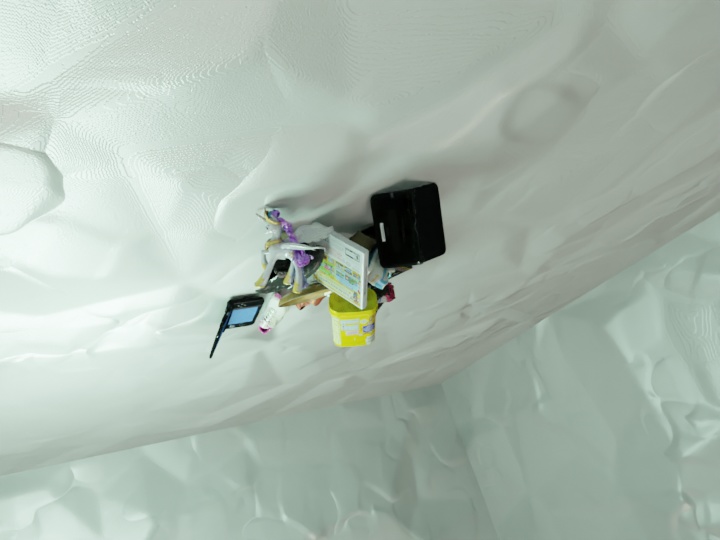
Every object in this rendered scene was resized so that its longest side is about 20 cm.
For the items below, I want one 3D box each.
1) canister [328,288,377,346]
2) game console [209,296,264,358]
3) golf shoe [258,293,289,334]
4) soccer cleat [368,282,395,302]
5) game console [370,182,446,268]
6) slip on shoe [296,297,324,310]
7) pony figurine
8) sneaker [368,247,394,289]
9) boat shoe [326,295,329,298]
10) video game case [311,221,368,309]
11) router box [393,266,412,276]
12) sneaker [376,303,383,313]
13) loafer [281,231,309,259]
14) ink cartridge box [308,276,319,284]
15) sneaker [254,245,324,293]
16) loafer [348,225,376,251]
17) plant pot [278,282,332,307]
[{"bbox_3d":[-0.022,0.151,1.696,0.147,0.087,0.201,-4,141,-3],"label":"canister"},{"bbox_3d":[-0.404,0.187,1.773,0.174,0.117,0.200,-7,154,-27],"label":"game console"},{"bbox_3d":[-0.292,0.149,1.816,0.092,0.075,0.200,-55,176,-34],"label":"golf shoe"},{"bbox_3d":[0.048,0.073,1.784,0.086,0.071,0.200,-13,172,24],"label":"soccer cleat"},{"bbox_3d":[0.132,-0.122,1.485,0.174,0.202,0.116,-7,-168,15],"label":"game console"},{"bbox_3d":[-0.142,0.082,1.787,0.199,0.062,0.074,-21,-177,35],"label":"slip on shoe"},{"bbox_3d":[-0.172,-0.050,1.357,0.191,0.167,0.202,9,111,3],"label":"pony figurine"},{"bbox_3d":[0.057,-0.017,1.559,0.077,0.081,0.200,-46,-171,33],"label":"sneaker"},{"bbox_3d":[-0.025,0.051,1.849,0.200,0.075,0.086,-6,154,-35],"label":"boat shoe"},{"bbox_3d":[-0.057,-0.014,1.460,0.023,0.199,0.184,-30,136,-37],"label":"video game case"},{"bbox_3d":[0.073,-0.009,1.752,0.149,0.063,0.200,-25,171,14],"label":"router box"},{"bbox_3d":[0.038,0.127,1.857,0.199,0.082,0.073,-25,155,-24],"label":"sneaker"},{"bbox_3d":[-0.167,-0.051,1.513,0.068,0.076,0.200,-20,157,17],"label":"loafer"},{"bbox_3d":[-0.125,0.037,1.658,0.158,0.048,0.200,-16,-170,-8],"label":"ink cartridge box"},{"bbox_3d":[-0.190,-0.004,1.454,0.104,0.060,0.200,20,126,-38],"label":"sneaker"},{"bbox_3d":[-0.004,-0.072,1.540,0.200,0.076,0.068,-51,167,-49],"label":"loafer"},{"bbox_3d":[-0.152,0.068,1.622,0.198,0.028,0.200,-18,173,-2],"label":"plant pot"}]
